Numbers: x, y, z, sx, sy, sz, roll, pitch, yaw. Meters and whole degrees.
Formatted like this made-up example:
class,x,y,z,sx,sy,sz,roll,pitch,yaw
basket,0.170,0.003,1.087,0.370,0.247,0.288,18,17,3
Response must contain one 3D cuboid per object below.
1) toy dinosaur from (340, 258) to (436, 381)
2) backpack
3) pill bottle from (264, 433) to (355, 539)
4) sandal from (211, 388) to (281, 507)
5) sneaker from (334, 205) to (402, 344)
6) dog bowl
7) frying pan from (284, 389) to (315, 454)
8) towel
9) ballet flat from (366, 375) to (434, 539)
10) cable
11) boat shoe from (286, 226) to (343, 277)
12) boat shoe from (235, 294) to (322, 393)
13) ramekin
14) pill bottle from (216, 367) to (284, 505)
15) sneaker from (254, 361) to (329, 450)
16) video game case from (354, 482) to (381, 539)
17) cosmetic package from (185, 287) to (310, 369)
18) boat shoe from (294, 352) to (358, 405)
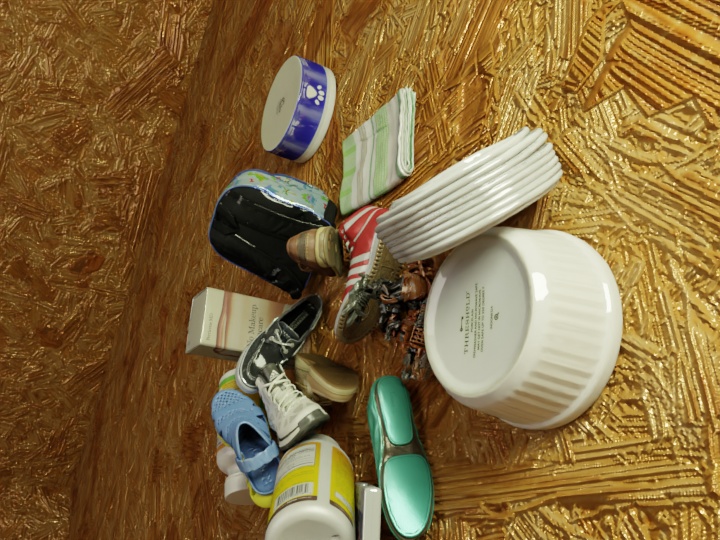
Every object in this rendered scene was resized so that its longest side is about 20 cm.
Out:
class,x,y,z,sx,sy,sz,roll,pitch,yaw
toy dinosaur,0.063,0.039,0.783,0.134,0.102,0.202,-12,49,42
backpack,-0.158,-0.081,1.079,0.184,0.197,0.148,-60,14,30
pill bottle,-0.061,0.297,0.791,0.200,0.108,0.111,-95,25,-76
sandal,-0.166,0.246,0.903,0.200,0.079,0.088,44,154,37
sneaker,0.000,0.000,0.898,0.112,0.071,0.203,33,100,55
dog bowl,-0.131,-0.330,1.253,0.199,0.078,0.204,-31,53,52
frying pan,-0.105,0.294,1.002,0.114,0.030,0.194,-22,63,57
towel,0.020,-0.186,0.981,0.199,0.030,0.152,-25,57,55
ballet flat,0.047,0.231,0.747,0.071,0.066,0.203,102,163,-54
cable,0.107,-0.073,0.625,0.199,0.199,0.070,-24,96,57
boat shoe,-0.064,-0.029,0.937,0.200,0.066,0.073,39,-129,-81
boat shoe,-0.127,0.114,0.996,0.200,0.072,0.068,-46,0,-35
ramekin,0.145,0.050,0.601,0.202,0.093,0.206,-31,53,52
pill bottle,-0.182,0.273,1.011,0.111,0.110,0.203,-46,39,41
sneaker,-0.115,0.191,0.887,0.116,0.075,0.200,59,157,5
video game case,0.002,0.360,0.718,0.183,0.023,0.204,102,171,-72
cosmetic package,-0.192,0.105,1.060,0.087,0.197,0.105,-28,55,54
boat shoe,-0.055,0.176,0.934,0.200,0.070,0.066,-169,88,-71
